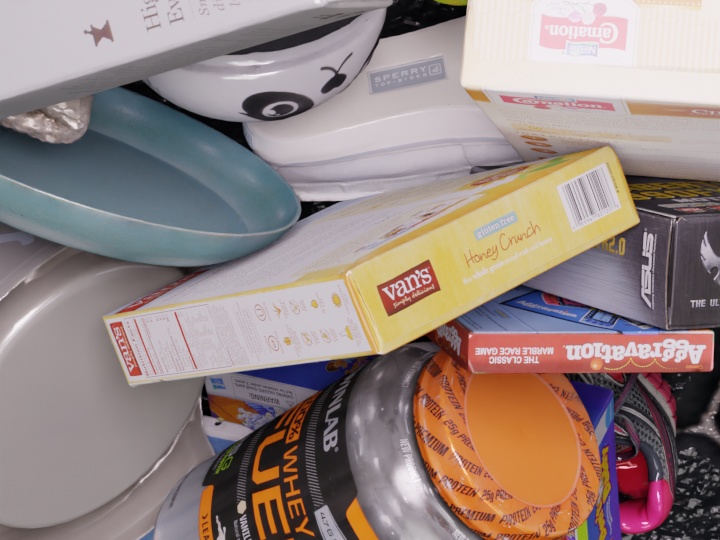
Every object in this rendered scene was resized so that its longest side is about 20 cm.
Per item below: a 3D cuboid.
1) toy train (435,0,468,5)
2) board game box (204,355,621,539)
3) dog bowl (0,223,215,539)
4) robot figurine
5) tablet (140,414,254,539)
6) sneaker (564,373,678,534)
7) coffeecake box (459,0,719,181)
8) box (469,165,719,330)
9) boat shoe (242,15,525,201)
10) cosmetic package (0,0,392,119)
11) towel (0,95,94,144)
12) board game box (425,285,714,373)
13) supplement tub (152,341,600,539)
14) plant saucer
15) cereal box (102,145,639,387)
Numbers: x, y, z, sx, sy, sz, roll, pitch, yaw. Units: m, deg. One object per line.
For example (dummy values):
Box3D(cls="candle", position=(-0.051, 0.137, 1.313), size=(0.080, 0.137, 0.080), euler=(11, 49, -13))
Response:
Box3D(cls="toy train", position=(0.045, -0.155, 1.055), size=(0.199, 0.085, 0.116), euler=(-20, 151, -32))
Box3D(cls="board game box", position=(0.028, 0.102, 1.275), size=(0.199, 0.045, 0.135), euler=(11, 133, 22))
Box3D(cls="dog bowl", position=(-0.137, 0.048, 1.183), size=(0.200, 0.059, 0.201), euler=(-29, 139, -29))
Box3D(cls="robot figurine", position=(-0.049, -0.156, 1.064), size=(0.150, 0.125, 0.201), euler=(0, 129, 5))
Box3D(cls="tablet", position=(-0.088, 0.147, 1.342), size=(0.130, 0.014, 0.201), euler=(10, 133, 27))
Box3D(cls="sneaker", position=(0.097, 0.049, 1.267), size=(0.081, 0.075, 0.200), euler=(-34, 122, 23))
Box3D(cls="coffeecake box", position=(0.131, -0.084, 1.021), size=(0.153, 0.200, 0.073), euler=(5, 85, 11))
Box3D(cls="box", position=(0.170, -0.015, 1.129), size=(0.199, 0.158, 0.049), euler=(-2, 101, -28))
Box3D(cls="boat shoe", position=(0.048, -0.067, 1.180), size=(0.199, 0.072, 0.069), euler=(-13, 144, 3))
Box3D(cls="cosmetic package", position=(-0.097, -0.120, 0.959), size=(0.199, 0.074, 0.102), euler=(-15, 89, 23))
Box3D(cls="towel", position=(-0.203, -0.124, 1.079), size=(0.199, 0.133, 0.035), euler=(23, 120, -19))
Box3D(cls="board game box", position=(0.074, 0.017, 1.120), size=(0.102, 0.200, 0.020), euler=(-1, 99, -10))
Box3D(cls="supplement tub", position=(0.007, 0.110, 1.170), size=(0.122, 0.123, 0.200), euler=(33, 135, -25))
Box3D(cls="plant saucer", position=(-0.123, -0.047, 1.102), size=(0.199, 0.200, 0.028), euler=(16, 107, -15))
Box3D(cls="cereal box", position=(0.000, 0.000, 1.068), size=(0.200, 0.144, 0.040), euler=(-11, 103, 57))
